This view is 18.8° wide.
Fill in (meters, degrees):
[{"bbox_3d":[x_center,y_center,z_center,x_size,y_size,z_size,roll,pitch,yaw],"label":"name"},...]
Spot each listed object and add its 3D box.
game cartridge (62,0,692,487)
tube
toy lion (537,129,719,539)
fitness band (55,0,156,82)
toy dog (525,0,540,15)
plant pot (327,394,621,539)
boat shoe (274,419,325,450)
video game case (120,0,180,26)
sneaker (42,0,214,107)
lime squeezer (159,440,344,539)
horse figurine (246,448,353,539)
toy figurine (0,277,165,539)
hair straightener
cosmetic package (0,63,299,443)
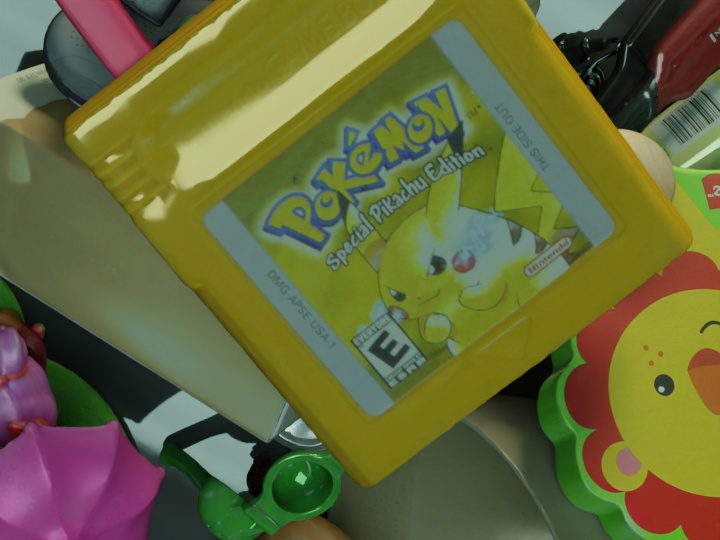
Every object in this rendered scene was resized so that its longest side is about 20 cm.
[{"bbox_3d":[0.010,-0.035,0.873,0.176,0.032,0.200,-38,113,6],"label":"game cartridge"},{"bbox_3d":[0.112,-0.021,1.052,0.200,0.058,0.052,-36,68,1],"label":"tube"},{"bbox_3d":[0.169,0.029,0.960,0.199,0.069,0.192,-11,78,-18],"label":"toy lion"},{"bbox_3d":[-0.061,-0.147,0.855,0.143,0.037,0.200,-33,111,3],"label":"fitness band"},{"bbox_3d":[0.085,-0.190,0.959,0.200,0.194,0.140,-31,91,14],"label":"toy dog"},{"bbox_3d":[0.094,0.146,1.035,0.134,0.200,0.201,-12,103,-33],"label":"plant pot"},{"bbox_3d":[0.000,0.000,1.050,0.071,0.069,0.201,21,99,-4],"label":"boat shoe"},{"bbox_3d":[-0.044,-0.207,0.954,0.025,0.181,0.200,33,99,-15],"label":"video game case"},{"bbox_3d":[-0.042,-0.093,0.964,0.199,0.088,0.075,12,74,-3],"label":"sneaker"},{"bbox_3d":[-0.033,0.093,1.014,0.200,0.071,0.038,-20,110,41],"label":"lime squeezer"},{"bbox_3d":[-0.015,0.174,1.042,0.050,0.133,0.200,-17,75,-27],"label":"horse figurine"},{"bbox_3d":[-0.156,0.078,0.987,0.150,0.184,0.201,-15,89,-23],"label":"toy figurine"},{"bbox_3d":[0.120,-0.083,1.039,0.041,0.077,0.200,40,85,-35],"label":"hair straightener"},{"bbox_3d":[-0.090,-0.014,0.994,0.200,0.105,0.071,30,115,13],"label":"cosmetic package"}]
